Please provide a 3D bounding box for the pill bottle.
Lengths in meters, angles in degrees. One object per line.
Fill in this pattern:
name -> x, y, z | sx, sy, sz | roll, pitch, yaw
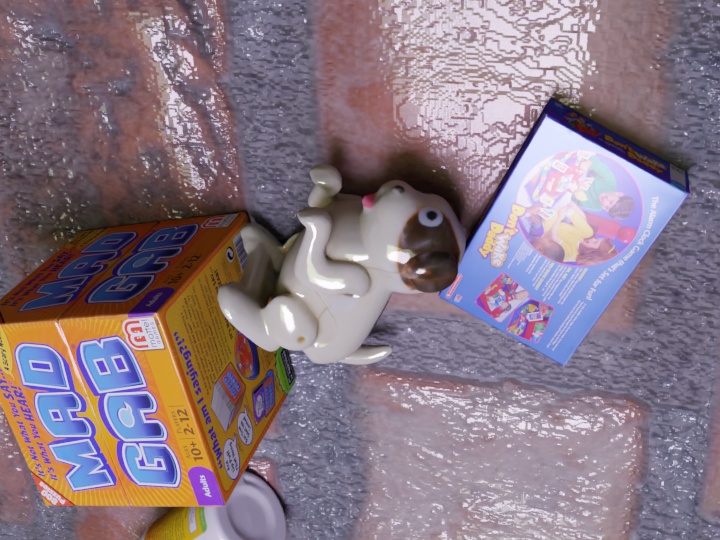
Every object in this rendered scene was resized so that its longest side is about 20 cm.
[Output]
pill bottle -> -0.187, 0.322, 1.106 | 0.200, 0.111, 0.111 | -38, 102, 30

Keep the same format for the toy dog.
toy dog -> 0.000, 0.000, 0.858 | 0.199, 0.140, 0.194 | -31, 107, 27

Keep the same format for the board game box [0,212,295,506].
board game box -> -0.207, 0.084, 0.928 | 0.198, 0.200, 0.202 | -5, 116, 20

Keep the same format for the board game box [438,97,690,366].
board game box -> 0.173, -0.029, 0.840 | 0.134, 0.045, 0.201 | 29, 122, 1
